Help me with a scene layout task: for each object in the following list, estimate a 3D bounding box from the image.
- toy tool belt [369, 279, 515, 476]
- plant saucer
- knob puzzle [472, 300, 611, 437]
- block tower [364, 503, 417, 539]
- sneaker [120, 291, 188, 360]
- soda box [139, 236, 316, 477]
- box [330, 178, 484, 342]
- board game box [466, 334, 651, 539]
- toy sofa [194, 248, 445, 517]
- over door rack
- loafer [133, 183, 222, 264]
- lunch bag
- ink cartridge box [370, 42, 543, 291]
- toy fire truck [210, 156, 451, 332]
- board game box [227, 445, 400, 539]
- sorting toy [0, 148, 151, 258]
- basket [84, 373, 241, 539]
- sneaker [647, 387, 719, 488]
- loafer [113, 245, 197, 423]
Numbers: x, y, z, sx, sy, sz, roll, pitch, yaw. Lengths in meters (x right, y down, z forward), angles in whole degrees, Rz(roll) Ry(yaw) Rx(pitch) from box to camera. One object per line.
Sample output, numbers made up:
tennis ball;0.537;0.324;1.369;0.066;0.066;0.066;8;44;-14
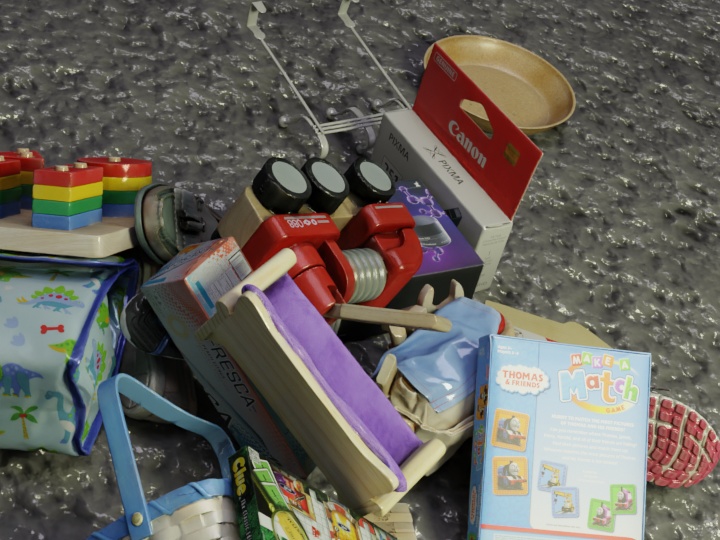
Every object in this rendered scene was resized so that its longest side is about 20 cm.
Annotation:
toy tool belt;0.077;0.073;1.201;0.124;0.124;0.200;17;45;31
plant saucer;0.170;-0.224;1.696;0.197;0.036;0.202;11;39;-9
knob puzzle;0.197;0.126;1.296;0.217;0.031;0.221;12;41;-11
block tower;0.025;0.267;1.042;0.053;0.058;0.201;4;40;-18
sneaker;-0.133;0.034;1.185;0.076;0.077;0.199;-6;5;42
soda box;-0.094;0.074;1.114;0.064;0.068;0.202;-43;112;-37
box;0.000;-0.010;1.345;0.198;0.080;0.142;-10;44;-30
board game box;0.168;0.163;1.144;0.149;0.037;0.203;7;80;-13
toy sofa;-0.025;0.085;1.026;0.201;0.097;0.083;52;52;1
over door rack;-0.035;-0.220;1.571;0.146;0.067;0.202;-14;70;-34
loafer;-0.145;-0.037;1.226;0.062;0.200;0.073;-3;80;11
lunch bag;-0.283;0.044;1.118;0.167;0.129;0.201;5;33;3
ink cartridge box;0.090;-0.107;1.412;0.044;0.178;0.200;-12;47;-32
toy fire truck;0.000;0.000;1.139;0.175;0.129;0.201;-5;55;-50
board game box;-0.014;0.206;0.946;0.200;0.023;0.106;38;27;-40
sorting toy;-0.282;-0.067;1.197;0.197;0.071;0.199;5;9;11
basket;-0.121;0.185;0.977;0.176;0.138;0.202;40;31;-55
sneaker;0.238;0.124;1.237;0.198;0.081;0.075;29;19;0
loafer;-0.187;0.056;1.210;0.062;0.072;0.202;26;34;-37
